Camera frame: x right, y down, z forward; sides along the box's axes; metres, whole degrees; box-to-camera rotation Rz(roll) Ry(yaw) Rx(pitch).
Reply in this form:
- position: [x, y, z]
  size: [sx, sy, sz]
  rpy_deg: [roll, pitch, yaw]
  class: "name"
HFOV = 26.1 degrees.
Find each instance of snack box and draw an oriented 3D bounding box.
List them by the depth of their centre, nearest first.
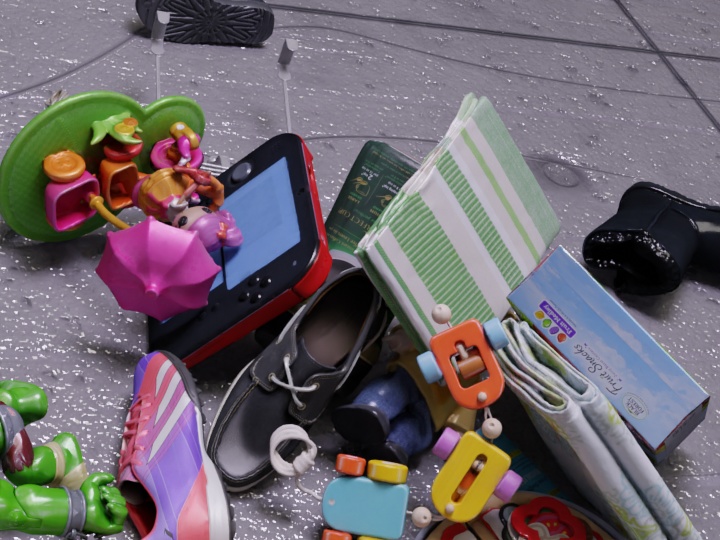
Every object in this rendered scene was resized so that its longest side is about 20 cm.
- position: [0.208, 0.076, 1.289]
  size: [0.169, 0.068, 0.200]
  rpy_deg: [47, 2, 16]
  class: "snack box"

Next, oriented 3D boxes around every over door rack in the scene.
- position: [-0.134, -0.141, 1.495]
  size: [0.147, 0.067, 0.201]
  rpy_deg: [9, 57, -18]
  class: "over door rack"

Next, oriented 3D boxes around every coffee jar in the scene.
- position: [0.000, 0.000, 1.290]
  size: [0.104, 0.201, 0.085]
  rpy_deg: [32, -3, 12]
  class: "coffee jar"

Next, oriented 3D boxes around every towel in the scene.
- position: [0.177, 0.139, 1.188]
  size: [0.200, 0.048, 0.171]
  rpy_deg: [53, -1, -24]
  class: "towel"
- position: [0.081, -0.026, 1.240]
  size: [0.153, 0.023, 0.200]
  rpy_deg: [56, 50, -26]
  class: "towel"

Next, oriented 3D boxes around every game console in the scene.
- position: [-0.108, -0.017, 1.287]
  size: [0.031, 0.176, 0.201]
  rpy_deg: [50, 17, -36]
  class: "game console"

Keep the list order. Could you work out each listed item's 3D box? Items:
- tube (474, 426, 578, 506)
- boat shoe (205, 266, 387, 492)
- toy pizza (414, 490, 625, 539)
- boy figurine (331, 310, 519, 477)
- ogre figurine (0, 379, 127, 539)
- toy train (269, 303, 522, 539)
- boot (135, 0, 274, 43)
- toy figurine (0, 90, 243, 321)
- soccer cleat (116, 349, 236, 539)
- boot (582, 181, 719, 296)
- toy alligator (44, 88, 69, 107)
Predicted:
- position: [0.155, 0.207, 1.225]
  size: [0.077, 0.051, 0.200]
  rpy_deg: [-31, 64, -34]
  class: "tube"
- position: [-0.051, 0.079, 1.187]
  size: [0.072, 0.068, 0.200]
  rpy_deg: [38, 74, 5]
  class: "boat shoe"
- position: [0.128, 0.239, 1.134]
  size: [0.198, 0.032, 0.201]
  rpy_deg: [6, 46, -6]
  class: "toy pizza"
- position: [0.064, 0.095, 1.273]
  size: [0.200, 0.064, 0.125]
  rpy_deg: [-36, 106, -40]
  class: "boy figurine"
- position: [-0.260, 0.121, 1.066]
  size: [0.119, 0.098, 0.201]
  rpy_deg: [-2, 51, -48]
  class: "ogre figurine"
- position: [0.039, 0.125, 1.165]
  size: [0.151, 0.199, 0.056]
  rpy_deg: [60, 3, 6]
  class: "toy train"
- position: [-0.197, -0.335, 1.733]
  size: [0.164, 0.066, 0.201]
  rpy_deg: [8, 39, -34]
  class: "boot"
- position: [-0.167, -0.042, 1.269]
  size: [0.199, 0.151, 0.184]
  rpy_deg: [-23, 51, -29]
  class: "toy figurine"
- position: [-0.149, 0.134, 1.137]
  size: [0.073, 0.069, 0.201]
  rpy_deg: [-1, 43, -23]
  class: "soccer cleat"
- position: [0.335, -0.014, 1.581]
  size: [0.199, 0.077, 0.168]
  rpy_deg: [23, 30, 14]
  class: "boot"
- position: [-0.276, -0.096, 1.390]
  size: [0.054, 0.059, 0.201]
  rpy_deg: [56, 20, -27]
  class: "toy alligator"
